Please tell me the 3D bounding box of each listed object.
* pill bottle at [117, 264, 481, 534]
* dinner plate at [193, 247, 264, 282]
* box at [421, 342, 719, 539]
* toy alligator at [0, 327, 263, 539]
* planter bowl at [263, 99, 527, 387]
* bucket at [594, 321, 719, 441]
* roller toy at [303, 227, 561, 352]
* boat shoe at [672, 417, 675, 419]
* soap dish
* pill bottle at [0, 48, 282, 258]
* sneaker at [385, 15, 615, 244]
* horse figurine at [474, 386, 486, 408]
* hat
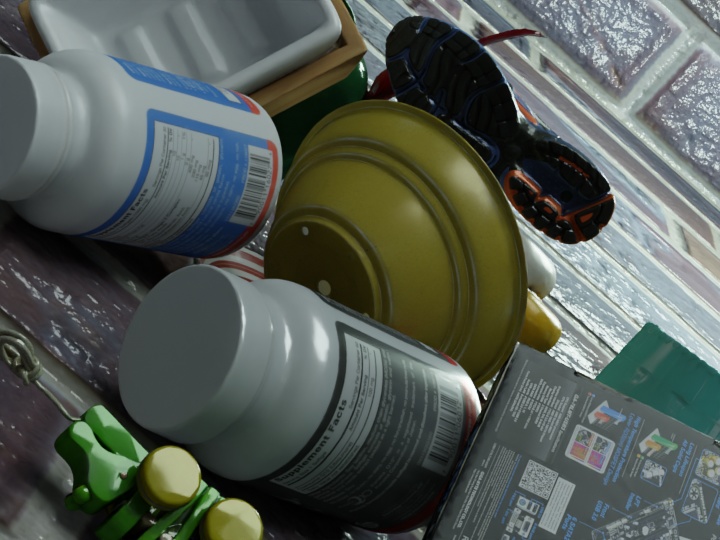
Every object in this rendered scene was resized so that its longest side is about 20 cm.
[{"bbox_3d":[-0.033,0.072,1.145,0.200,0.116,0.116,27,22,-43],"label":"pill bottle"},{"bbox_3d":[-0.037,0.056,1.343,0.200,0.024,0.200,39,17,-14],"label":"dinner plate"},{"bbox_3d":[0.135,0.168,1.117,0.198,0.050,0.200,26,60,0],"label":"box"},{"bbox_3d":[-0.113,0.110,0.978,0.200,0.059,0.054,40,56,-8],"label":"toy alligator"},{"bbox_3d":[0.000,0.000,1.270,0.083,0.200,0.200,-25,65,-44],"label":"planter bowl"},{"bbox_3d":[0.239,0.144,1.487,0.207,0.135,0.207,39,2,-1],"label":"bucket"},{"bbox_3d":[0.044,-0.015,1.449,0.182,0.140,0.200,41,3,-28],"label":"roller toy"},{"bbox_3d":[0.127,0.123,1.346,0.200,0.072,0.071,-12,44,-31],"label":"boat shoe"},{"bbox_3d":[-0.114,-0.159,1.395,0.157,0.200,0.081,61,-2,22],"label":"soap dish"},{"bbox_3d":[-0.150,-0.073,1.233,0.200,0.112,0.112,12,33,-50],"label":"pill bottle"},{"bbox_3d":[0.090,-0.096,1.415,0.200,0.075,0.078,47,3,-8],"label":"sneaker"},{"bbox_3d":[0.136,0.161,1.191,0.200,0.050,0.133,19,50,3],"label":"horse figurine"},{"bbox_3d":[-0.015,-0.118,1.451,0.166,0.200,0.176,6,20,-44],"label":"hat"}]
